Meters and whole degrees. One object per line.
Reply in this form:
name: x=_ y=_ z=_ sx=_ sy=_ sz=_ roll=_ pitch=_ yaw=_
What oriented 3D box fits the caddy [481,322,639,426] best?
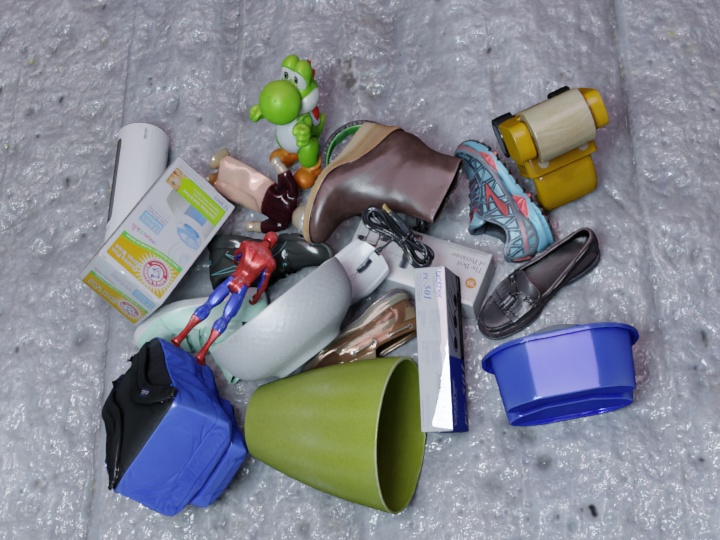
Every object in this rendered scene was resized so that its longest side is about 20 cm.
caddy: x=0.249 y=0.118 z=1.282 sx=0.196 sy=0.142 sz=0.107 roll=-11 pitch=66 yaw=7

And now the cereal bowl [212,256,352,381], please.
cereal bowl: x=-0.087 y=0.075 z=1.315 sx=0.199 sy=0.200 sz=0.084 roll=-36 pitch=91 yaw=-5

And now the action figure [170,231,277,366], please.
action figure: x=-0.173 y=0.034 z=1.394 sx=0.065 sy=0.099 sz=0.201 roll=35 pitch=73 yaw=1

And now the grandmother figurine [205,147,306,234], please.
grandmother figurine: x=-0.131 y=-0.107 z=1.518 sx=0.198 sy=0.123 sz=0.060 roll=30 pitch=36 yaw=15

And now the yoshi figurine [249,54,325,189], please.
yoshi figurine: x=-0.105 y=-0.208 z=1.480 sx=0.110 sy=0.202 sz=0.113 roll=-1 pitch=49 yaw=-1

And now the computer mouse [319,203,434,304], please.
computer mouse: x=0.000 y=0.000 z=1.390 sx=0.110 sy=0.200 sz=0.044 roll=43 pitch=38 yaw=-8

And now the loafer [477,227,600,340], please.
loafer: x=0.233 y=0.011 z=1.380 sx=0.199 sy=0.063 sz=0.072 roll=-37 pitch=62 yaw=-5

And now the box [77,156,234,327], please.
box: x=-0.283 y=-0.040 z=1.452 sx=0.112 sy=0.101 sz=0.201 roll=42 pitch=54 yaw=-12

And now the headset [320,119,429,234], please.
headset: x=0.027 y=-0.128 z=1.477 sx=0.123 sy=0.094 sz=0.201 roll=-39 pitch=79 yaw=-7

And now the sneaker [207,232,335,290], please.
sneaker: x=-0.128 y=-0.007 z=1.480 sx=0.196 sy=0.075 sz=0.081 roll=-1 pitch=74 yaw=23

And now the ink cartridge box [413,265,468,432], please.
ink cartridge box: x=0.103 y=0.103 z=1.322 sx=0.043 sy=0.094 sz=0.205 roll=-5 pitch=80 yaw=17

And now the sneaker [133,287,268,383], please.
sneaker: x=-0.217 y=0.103 z=1.437 sx=0.197 sy=0.074 sz=0.120 roll=-16 pitch=58 yaw=4

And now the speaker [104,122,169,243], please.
speaker: x=-0.336 y=-0.116 z=1.569 sx=0.079 sy=0.081 sz=0.204 roll=-4 pitch=65 yaw=11

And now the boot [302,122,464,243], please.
boot: x=0.028 y=-0.099 z=1.399 sx=0.165 sy=0.072 sz=0.202 roll=27 pitch=78 yaw=26

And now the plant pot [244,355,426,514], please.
plant pot: x=-0.038 y=0.196 z=1.303 sx=0.196 sy=0.187 sz=0.191 roll=2 pitch=65 yaw=22

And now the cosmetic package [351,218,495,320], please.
cosmetic package: x=0.079 y=-0.005 z=1.432 sx=0.197 sy=0.051 sz=0.084 roll=17 pitch=71 yaw=20

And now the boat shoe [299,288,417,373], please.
boat shoe: x=0.000 y=0.110 z=1.385 sx=0.199 sy=0.076 sz=0.072 roll=-40 pitch=72 yaw=1

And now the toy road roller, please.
toy road roller: x=0.264 y=-0.157 z=1.389 sx=0.121 sy=0.200 sz=0.148 roll=-24 pitch=98 yaw=2

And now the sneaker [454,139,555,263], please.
sneaker: x=0.178 y=-0.095 z=1.436 sx=0.095 sy=0.080 sz=0.201 roll=-35 pitch=62 yaw=-2

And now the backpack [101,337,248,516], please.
backpack: x=-0.246 y=0.201 z=1.346 sx=0.163 sy=0.167 sz=0.200 roll=-50 pitch=33 yaw=6
